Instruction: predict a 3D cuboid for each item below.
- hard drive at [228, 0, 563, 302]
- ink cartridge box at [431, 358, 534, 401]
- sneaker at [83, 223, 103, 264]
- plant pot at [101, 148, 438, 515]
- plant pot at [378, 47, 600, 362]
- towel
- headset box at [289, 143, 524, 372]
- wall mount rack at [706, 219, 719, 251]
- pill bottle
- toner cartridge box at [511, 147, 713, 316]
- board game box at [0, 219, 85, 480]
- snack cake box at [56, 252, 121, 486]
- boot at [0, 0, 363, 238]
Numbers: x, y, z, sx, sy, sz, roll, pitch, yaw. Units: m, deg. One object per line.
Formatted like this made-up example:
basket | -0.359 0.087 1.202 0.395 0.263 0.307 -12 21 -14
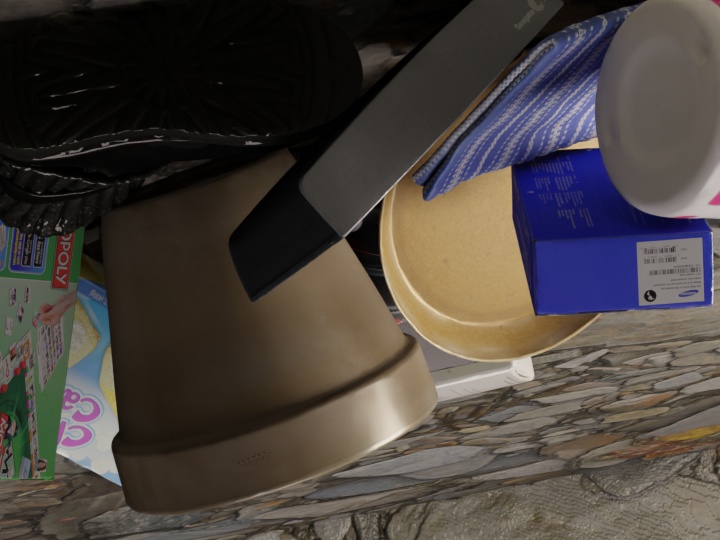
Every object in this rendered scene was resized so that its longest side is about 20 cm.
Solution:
hard drive | 0.015 -0.074 1.149 0.200 0.042 0.135 -47 -173 -30
ink cartridge box | 0.012 0.029 1.556 0.198 0.147 0.085 -13 168 14
sneaker | -0.181 0.031 1.487 0.198 0.117 0.076 -14 166 16
plant pot | -0.073 0.027 1.273 0.198 0.175 0.200 -18 -171 3
plant pot | 0.095 -0.042 1.315 0.198 0.202 0.027 -4 -159 -26
towel | 0.132 -0.103 1.197 0.199 0.024 0.145 -21 161 -43
headset box | -0.003 -0.005 1.390 0.198 0.150 0.075 -12 -150 10
wall mount rack | 0.223 -0.051 1.484 0.198 0.075 0.174 7 170 21
pill bottle | 0.232 -0.081 1.130 0.198 0.114 0.113 2 162 -31
toner cartridge box | 0.135 -0.026 1.193 0.094 0.044 0.200 -2 -164 2
board game box | -0.222 0.020 1.242 0.029 0.202 0.134 8 -179 40
snack cake box | -0.179 0.062 1.427 0.199 0.115 0.067 30 -171 -24
boot | -0.107 -0.080 1.165 0.209 0.080 0.158 -4 163 -5
